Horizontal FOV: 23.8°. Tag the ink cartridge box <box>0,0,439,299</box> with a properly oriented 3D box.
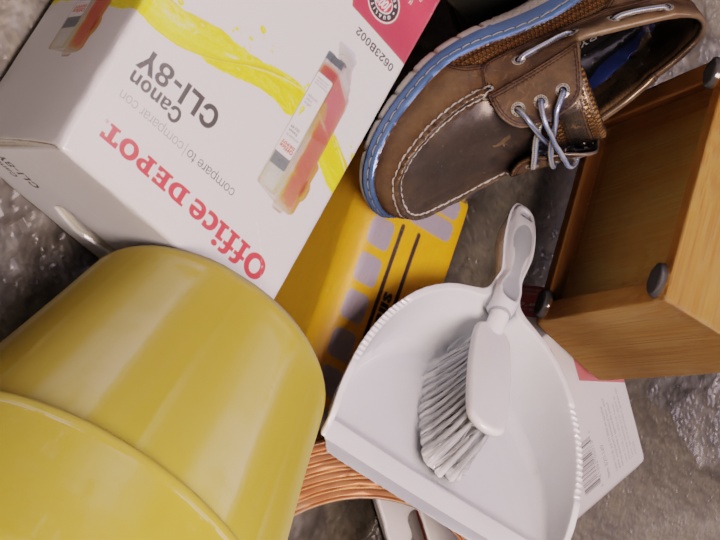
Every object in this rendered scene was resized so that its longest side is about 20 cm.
[{"bbox_3d":[-0.068,-0.098,0.815,0.145,0.083,0.201,42,67,-36],"label":"ink cartridge box"}]

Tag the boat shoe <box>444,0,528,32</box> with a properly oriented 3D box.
[{"bbox_3d":[0.081,-0.153,0.937,0.075,0.074,0.200,-24,140,5],"label":"boat shoe"}]

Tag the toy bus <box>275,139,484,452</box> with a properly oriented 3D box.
[{"bbox_3d":[0.000,0.000,0.901,0.078,0.065,0.201,26,78,-39],"label":"toy bus"}]

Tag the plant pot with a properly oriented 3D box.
[{"bbox_3d":[-0.109,0.098,0.741,0.201,0.200,0.189,59,43,-29],"label":"plant pot"}]

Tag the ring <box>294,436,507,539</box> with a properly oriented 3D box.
[{"bbox_3d":[-0.004,0.170,0.882,0.199,0.019,0.201,-3,114,-7],"label":"ring"}]

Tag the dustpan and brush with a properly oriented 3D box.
[{"bbox_3d":[0.062,0.039,0.864,0.139,0.057,0.200,33,35,-15],"label":"dustpan and brush"}]

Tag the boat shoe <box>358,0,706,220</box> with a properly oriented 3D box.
[{"bbox_3d":[0.088,-0.089,0.852,0.200,0.072,0.072,-40,135,-14],"label":"boat shoe"}]

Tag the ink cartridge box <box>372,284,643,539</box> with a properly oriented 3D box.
[{"bbox_3d":[0.066,0.105,0.970,0.200,0.067,0.117,-33,115,-36],"label":"ink cartridge box"}]

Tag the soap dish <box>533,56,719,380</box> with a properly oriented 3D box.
[{"bbox_3d":[0.169,-0.026,0.889,0.081,0.200,0.158,19,80,-13],"label":"soap dish"}]
